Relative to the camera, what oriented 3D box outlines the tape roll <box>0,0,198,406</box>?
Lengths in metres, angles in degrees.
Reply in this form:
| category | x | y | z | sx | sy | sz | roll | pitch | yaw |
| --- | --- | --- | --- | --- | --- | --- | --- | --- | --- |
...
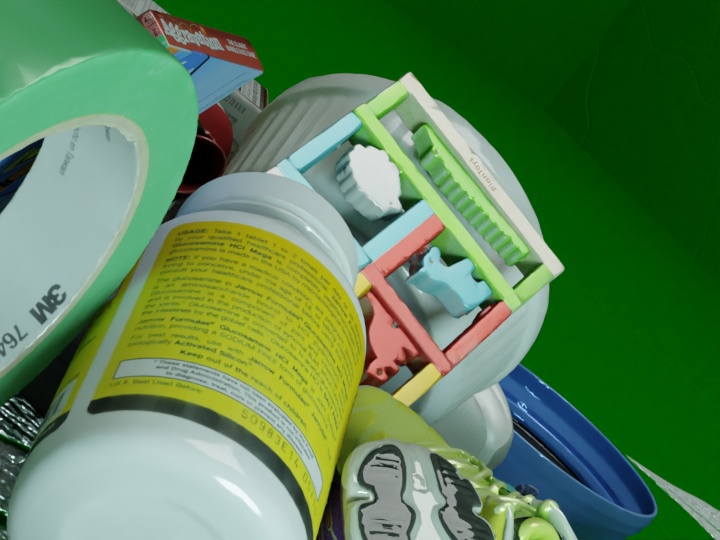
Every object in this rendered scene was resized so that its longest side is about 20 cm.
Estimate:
| category | x | y | z | sx | sy | sz | roll | pitch | yaw |
| --- | --- | --- | --- | --- | --- | --- | --- | --- | --- |
| tape roll | -0.142 | -0.011 | 0.714 | 0.048 | 0.201 | 0.200 | 43 | 12 | 16 |

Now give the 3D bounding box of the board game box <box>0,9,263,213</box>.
| category | x | y | z | sx | sy | sz | roll | pitch | yaw |
| --- | --- | --- | --- | --- | --- | --- | --- | --- | --- |
| board game box | -0.141 | -0.041 | 0.852 | 0.020 | 0.199 | 0.103 | 61 | 16 | 8 |

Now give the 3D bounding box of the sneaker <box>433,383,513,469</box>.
| category | x | y | z | sx | sy | sz | roll | pitch | yaw |
| --- | --- | --- | --- | --- | --- | --- | --- | --- | --- |
| sneaker | 0.008 | 0.058 | 1.285 | 0.200 | 0.071 | 0.080 | 41 | 27 | 22 |

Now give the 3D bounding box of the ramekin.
| category | x | y | z | sx | sy | sz | roll | pitch | yaw |
| --- | --- | --- | --- | --- | --- | --- | --- | --- | --- |
| ramekin | -0.004 | 0.004 | 1.134 | 0.202 | 0.203 | 0.094 | 40 | 45 | 4 |

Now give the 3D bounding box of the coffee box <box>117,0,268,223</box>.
| category | x | y | z | sx | sy | sz | roll | pitch | yaw |
| --- | --- | --- | --- | --- | --- | --- | --- | --- | --- |
| coffee box | -0.167 | -0.119 | 1.262 | 0.199 | 0.115 | 0.080 | 38 | 11 | -12 |

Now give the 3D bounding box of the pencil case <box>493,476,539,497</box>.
| category | x | y | z | sx | sy | sz | roll | pitch | yaw |
| --- | --- | --- | --- | --- | --- | --- | --- | --- | --- |
| pencil case | -0.014 | 0.088 | 1.022 | 0.199 | 0.085 | 0.092 | 37 | -19 | -8 |

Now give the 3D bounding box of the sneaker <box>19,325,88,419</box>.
| category | x | y | z | sx | sy | sz | roll | pitch | yaw |
| --- | --- | --- | --- | --- | --- | --- | --- | --- | --- |
| sneaker | -0.126 | 0.033 | 0.963 | 0.106 | 0.075 | 0.200 | 49 | 13 | -3 |

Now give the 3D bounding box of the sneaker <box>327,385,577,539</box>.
| category | x | y | z | sx | sy | sz | roll | pitch | yaw |
| --- | --- | --- | --- | --- | --- | --- | --- | --- | --- |
| sneaker | 0.052 | 0.112 | 0.850 | 0.075 | 0.077 | 0.200 | 0 | 39 | -39 |

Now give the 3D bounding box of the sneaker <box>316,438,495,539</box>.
| category | x | y | z | sx | sy | sz | roll | pitch | yaw |
| --- | --- | --- | --- | --- | --- | --- | --- | --- | --- |
| sneaker | 0.016 | 0.165 | 0.779 | 0.080 | 0.084 | 0.202 | 14 | 51 | -22 |

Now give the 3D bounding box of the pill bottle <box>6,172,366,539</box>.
| category | x | y | z | sx | sy | sz | roll | pitch | yaw |
| --- | --- | --- | --- | --- | --- | --- | --- | --- | --- |
| pill bottle | -0.059 | 0.049 | 0.822 | 0.112 | 0.112 | 0.201 | 36 | 34 | -13 |

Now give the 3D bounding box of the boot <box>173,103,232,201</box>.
| category | x | y | z | sx | sy | sz | roll | pitch | yaw |
| --- | --- | --- | --- | --- | --- | --- | --- | --- | --- |
| boot | -0.099 | -0.062 | 1.061 | 0.143 | 0.073 | 0.199 | 22 | 7 | 33 |

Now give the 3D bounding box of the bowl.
| category | x | y | z | sx | sy | sz | roll | pitch | yaw |
| --- | --- | --- | --- | --- | --- | --- | --- | --- | --- |
| bowl | 0.116 | 0.116 | 1.434 | 0.200 | 0.039 | 0.201 | 38 | 11 | -9 |

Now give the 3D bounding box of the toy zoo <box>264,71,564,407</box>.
| category | x | y | z | sx | sy | sz | roll | pitch | yaw |
| --- | --- | --- | --- | --- | --- | --- | --- | --- | --- |
| toy zoo | 0.000 | 0.000 | 1.005 | 0.132 | 0.020 | 0.200 | 51 | 51 | 1 |
